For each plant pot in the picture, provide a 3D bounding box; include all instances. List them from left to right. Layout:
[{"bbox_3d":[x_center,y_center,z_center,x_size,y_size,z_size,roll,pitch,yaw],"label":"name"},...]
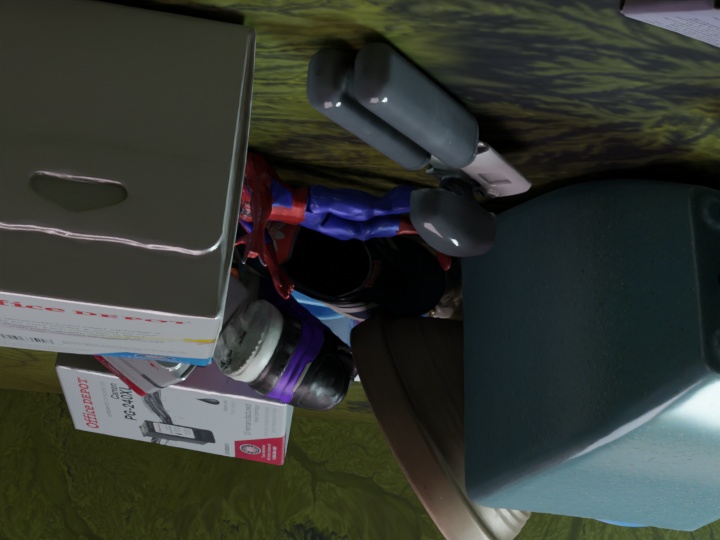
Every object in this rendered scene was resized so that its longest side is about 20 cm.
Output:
[{"bbox_3d":[0.080,0.107,0.949,0.092,0.202,0.201,-29,161,9],"label":"plant pot"},{"bbox_3d":[0.196,0.043,0.838,0.194,0.198,0.200,11,156,-23],"label":"plant pot"}]

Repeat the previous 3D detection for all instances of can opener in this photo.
[{"bbox_3d":[0.036,-0.056,0.702,0.053,0.068,0.200,-1,167,28],"label":"can opener"}]

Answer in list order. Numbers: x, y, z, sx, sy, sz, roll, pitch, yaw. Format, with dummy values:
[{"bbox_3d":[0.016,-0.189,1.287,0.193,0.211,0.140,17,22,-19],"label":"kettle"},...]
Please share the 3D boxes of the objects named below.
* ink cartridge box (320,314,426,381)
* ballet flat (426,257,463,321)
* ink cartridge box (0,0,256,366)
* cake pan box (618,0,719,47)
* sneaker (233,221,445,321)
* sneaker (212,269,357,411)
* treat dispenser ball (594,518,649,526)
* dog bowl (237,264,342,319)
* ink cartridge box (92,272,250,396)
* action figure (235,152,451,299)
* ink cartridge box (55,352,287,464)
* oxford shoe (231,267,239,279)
[{"bbox_3d":[0.027,0.058,1.241,0.198,0.086,0.144,0,167,23],"label":"ink cartridge box"},{"bbox_3d":[0.100,0.015,1.036,0.067,0.064,0.200,3,169,-13],"label":"ballet flat"},{"bbox_3d":[-0.138,-0.038,0.683,0.146,0.146,0.200,7,169,-8],"label":"ink cartridge box"},{"bbox_3d":[0.208,-0.081,0.413,0.198,0.053,0.184,11,-178,-24],"label":"cake pan box"},{"bbox_3d":[0.000,0.000,0.960,0.199,0.076,0.084,14,180,-38],"label":"sneaker"},{"bbox_3d":[-0.052,0.059,0.951,0.099,0.070,0.200,29,-174,-14],"label":"sneaker"},{"bbox_3d":[0.226,0.110,1.091,0.198,0.203,0.201,6,169,1],"label":"treat dispenser ball"},{"bbox_3d":[-0.040,0.004,1.098,0.110,0.050,0.200,10,168,-19],"label":"dog bowl"},{"bbox_3d":[-0.174,0.011,0.955,0.145,0.084,0.200,43,161,-7],"label":"ink cartridge box"},{"bbox_3d":[-0.023,-0.018,0.849,0.198,0.100,0.065,12,146,-18],"label":"action figure"},{"bbox_3d":[-0.157,0.093,1.152,0.198,0.084,0.146,9,151,0],"label":"ink cartridge box"},{"bbox_3d":[-0.170,0.021,1.222,0.199,0.072,0.073,23,167,-24],"label":"oxford shoe"}]
